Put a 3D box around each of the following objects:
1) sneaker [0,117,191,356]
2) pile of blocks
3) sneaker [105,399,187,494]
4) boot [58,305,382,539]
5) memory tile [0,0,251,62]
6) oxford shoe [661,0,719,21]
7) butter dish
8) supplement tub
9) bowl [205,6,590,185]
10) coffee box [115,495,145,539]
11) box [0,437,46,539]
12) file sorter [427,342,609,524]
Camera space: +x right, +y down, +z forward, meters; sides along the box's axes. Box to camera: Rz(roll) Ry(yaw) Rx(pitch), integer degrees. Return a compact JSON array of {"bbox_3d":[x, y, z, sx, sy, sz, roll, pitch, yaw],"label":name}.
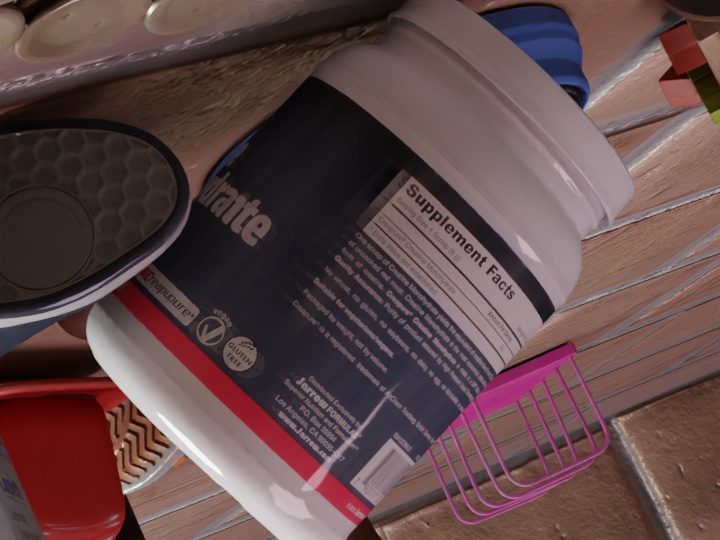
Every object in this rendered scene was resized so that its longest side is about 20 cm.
[{"bbox_3d":[-0.155,0.013,0.816,0.201,0.077,0.146,-23,166,-2],"label":"sneaker"},{"bbox_3d":[0.192,-0.099,1.089,0.062,0.083,0.200,-28,169,11],"label":"pile of blocks"},{"bbox_3d":[-0.104,0.084,1.293,0.200,0.072,0.080,-35,162,31],"label":"sneaker"},{"bbox_3d":[-0.067,0.083,1.030,0.068,0.201,0.188,-28,169,12],"label":"boot"},{"bbox_3d":[-0.059,-0.115,0.613,0.153,0.017,0.200,-18,167,-35],"label":"memory tile"},{"bbox_3d":[0.210,-0.155,0.911,0.199,0.072,0.071,-24,174,-14],"label":"oxford shoe"},{"bbox_3d":[-0.215,0.155,1.171,0.199,0.149,0.200,-29,169,18],"label":"butter dish"},{"bbox_3d":[0.000,0.000,0.837,0.200,0.140,0.140,-47,170,-4],"label":"supplement tub"},{"bbox_3d":[0.021,-0.059,0.998,0.199,0.040,0.201,-25,169,-5],"label":"bowl"},{"bbox_3d":[-0.227,0.189,1.395,0.079,0.114,0.200,-29,168,17],"label":"coffee box"},{"bbox_3d":[-0.240,0.157,0.977,0.183,0.201,0.105,-25,170,-3],"label":"box"},{"bbox_3d":[0.169,0.186,2.257,0.138,0.126,0.200,-21,168,-20],"label":"file sorter"}]
